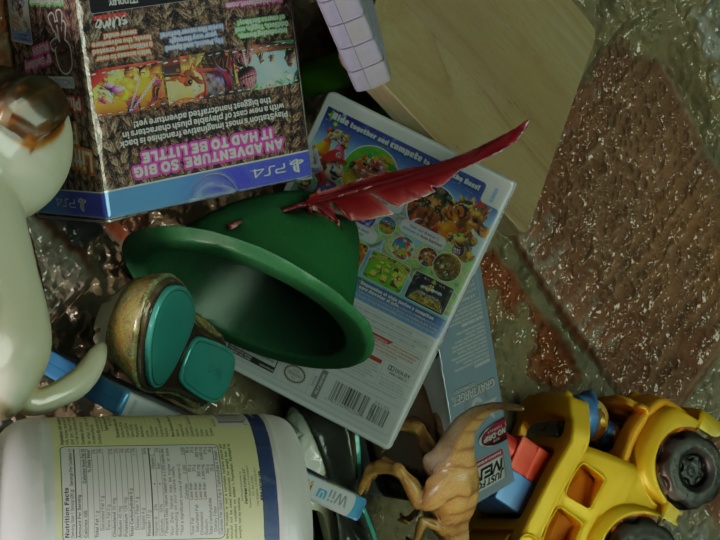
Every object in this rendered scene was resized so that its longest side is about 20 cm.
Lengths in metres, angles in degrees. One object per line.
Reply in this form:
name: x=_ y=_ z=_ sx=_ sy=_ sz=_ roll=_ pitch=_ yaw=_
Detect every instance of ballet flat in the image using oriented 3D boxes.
ballet flat: x=-0.028 y=0.155 z=1.281 sx=0.068 sy=0.068 sz=0.202 roll=-18 pitch=105 yaw=-22
ballet flat: x=-0.132 y=0.043 z=1.136 sx=0.200 sy=0.070 sz=0.071 roll=59 pitch=51 yaw=-72

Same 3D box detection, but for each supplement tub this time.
supplement tub: x=-0.135 y=0.155 z=1.018 sx=0.198 sy=0.145 sz=0.146 roll=0 pitch=94 yaw=-14

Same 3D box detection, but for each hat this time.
hat: x=-0.034 y=-0.047 z=1.188 sx=0.199 sy=0.166 sz=0.177 roll=28 pitch=67 yaw=-14

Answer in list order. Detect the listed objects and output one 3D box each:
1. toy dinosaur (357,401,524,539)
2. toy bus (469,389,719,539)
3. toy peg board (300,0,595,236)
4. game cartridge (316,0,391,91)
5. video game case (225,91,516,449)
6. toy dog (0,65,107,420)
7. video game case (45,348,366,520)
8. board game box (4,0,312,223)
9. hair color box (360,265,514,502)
toy dinosaur: x=0.059 y=0.135 z=1.239 sx=0.060 sy=0.106 sz=0.201 roll=-50 pitch=154 yaw=-48
toy bus: x=0.158 y=0.159 z=1.396 sx=0.192 sy=0.136 sz=0.201 roll=37 pitch=69 yaw=-16
toy peg board: x=0.055 y=-0.156 z=1.314 sx=0.200 sy=0.097 sz=0.200 roll=44 pitch=53 yaw=-32
game cartridge: x=-0.026 y=-0.228 z=1.169 sx=0.130 sy=0.038 sz=0.201 roll=58 pitch=15 yaw=-48
video game case: x=0.000 y=0.000 z=1.225 sx=0.201 sy=0.142 sz=0.018 roll=-65 pitch=172 yaw=8
toy dog: x=-0.230 y=-0.025 z=1.052 sx=0.192 sy=0.140 sz=0.202 roll=13 pitch=72 yaw=-6
video game case: x=-0.107 y=0.103 z=1.164 sx=0.199 sy=0.143 sz=0.018 roll=29 pitch=84 yaw=-35
board game box: x=-0.132 y=-0.145 z=1.154 sx=0.159 sy=0.097 sz=0.202 roll=-14 pitch=102 yaw=-36
hair color box: x=0.041 y=0.064 z=1.299 sx=0.060 sy=0.099 sz=0.202 roll=-22 pitch=107 yaw=-43
